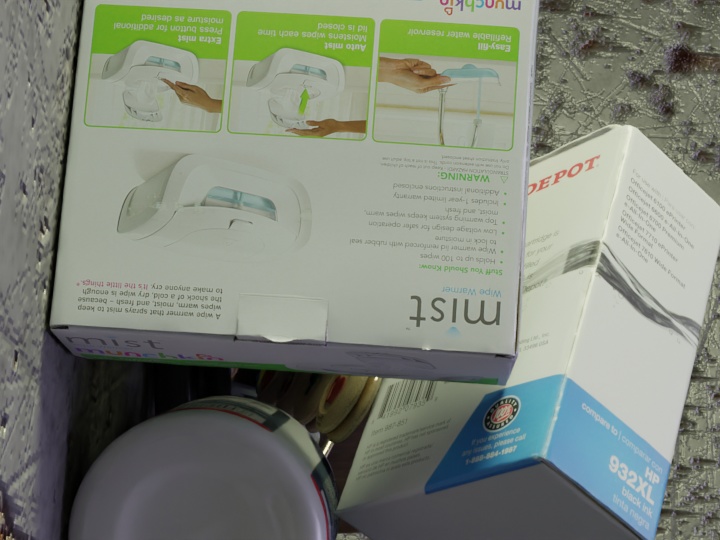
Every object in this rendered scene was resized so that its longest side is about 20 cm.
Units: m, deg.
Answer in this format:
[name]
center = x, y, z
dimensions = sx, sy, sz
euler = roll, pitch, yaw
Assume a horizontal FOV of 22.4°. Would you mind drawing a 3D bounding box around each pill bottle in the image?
[pill bottle]
center = -0.071, 0.124, 0.915
dimensions = 0.200, 0.119, 0.120
euler = 22, 72, -87

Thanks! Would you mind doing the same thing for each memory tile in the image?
[memory tile]
center = -0.004, 0.020, 1.013
dimensions = 0.154, 0.017, 0.200
euler = -62, -167, -9

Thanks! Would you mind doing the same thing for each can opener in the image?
[can opener]
center = -0.097, 0.094, 1.044
dimensions = 0.063, 0.078, 0.201
euler = -17, 106, -59

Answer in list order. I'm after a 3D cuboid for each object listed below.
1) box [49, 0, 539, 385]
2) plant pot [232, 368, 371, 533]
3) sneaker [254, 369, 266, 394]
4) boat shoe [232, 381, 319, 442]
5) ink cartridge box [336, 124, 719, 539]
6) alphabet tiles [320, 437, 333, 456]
[box]
center = -0.025, -0.045, 0.809
dimensions = 0.097, 0.199, 0.177
euler = 80, 13, -79
[plant pot]
center = -0.012, 0.088, 1.301
dimensions = 0.201, 0.200, 0.093
euler = -82, 172, -54
[sneaker]
center = 0.000, 0.000, 1.149
dimensions = 0.066, 0.078, 0.201
euler = 12, 96, -77
[boat shoe]
center = -0.077, 0.117, 1.162
dimensions = 0.200, 0.070, 0.066
euler = -156, -99, -73
[ink cartridge box]
center = 0.088, 0.044, 0.906
dimensions = 0.145, 0.084, 0.200
euler = -23, -143, 46
[alphabet tiles]
center = -0.076, 0.203, 1.124
dimensions = 0.167, 0.008, 0.200
euler = -61, -179, -38
